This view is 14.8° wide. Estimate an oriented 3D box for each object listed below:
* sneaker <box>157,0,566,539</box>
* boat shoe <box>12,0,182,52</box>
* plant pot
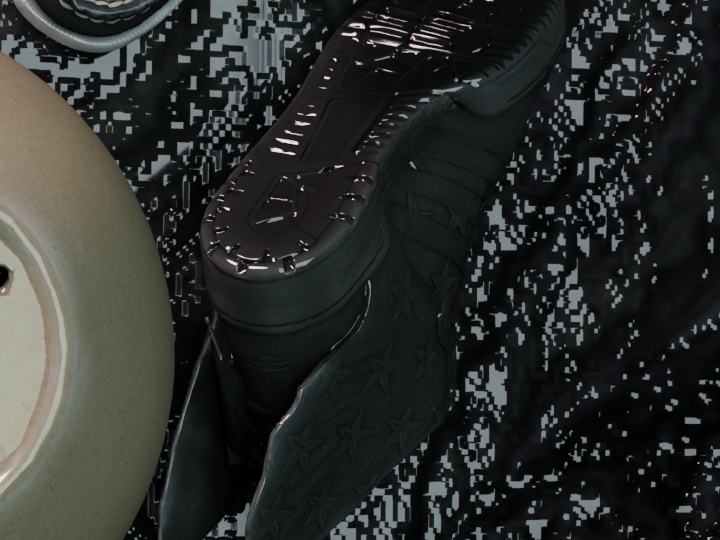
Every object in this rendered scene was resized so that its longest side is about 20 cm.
[{"bbox_3d":[0.003,0.001,0.796,0.200,0.060,0.105,-49,142,-41],"label":"sneaker"},{"bbox_3d":[-0.043,-0.158,0.787,0.075,0.060,0.201,23,81,-17],"label":"boat shoe"},{"bbox_3d":[-0.132,0.022,0.711,0.199,0.134,0.201,1,88,-20],"label":"plant pot"}]
